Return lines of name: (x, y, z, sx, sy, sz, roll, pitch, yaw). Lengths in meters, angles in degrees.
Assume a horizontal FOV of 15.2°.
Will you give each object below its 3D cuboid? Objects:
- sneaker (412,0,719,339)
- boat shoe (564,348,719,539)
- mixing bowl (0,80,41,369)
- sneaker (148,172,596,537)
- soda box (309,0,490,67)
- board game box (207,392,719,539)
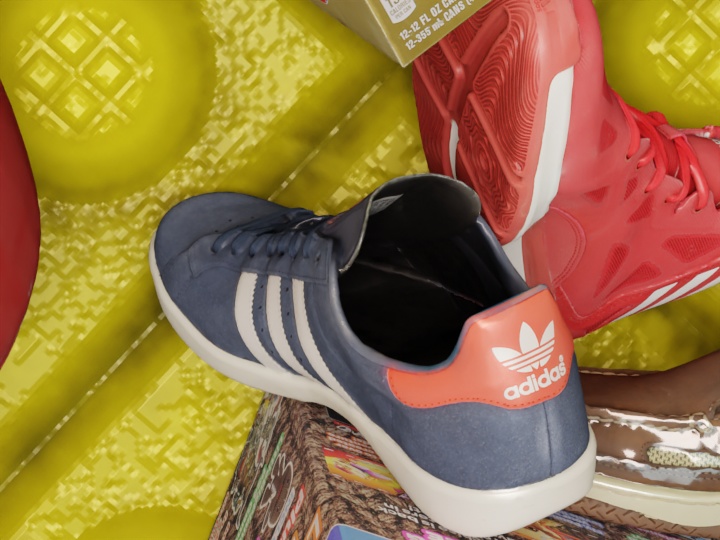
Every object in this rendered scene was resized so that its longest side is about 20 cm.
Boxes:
sneaker: (0.081, -0.045, 0.852, 0.115, 0.200, 0.079, -18, 67, -12)
boat shoe: (0.132, 0.045, 0.871, 0.202, 0.075, 0.075, 10, 106, -5)
mixing bowl: (-0.173, -0.004, 0.824, 0.200, 0.200, 0.108, -41, 130, 5)
sneaker: (0.000, 0.000, 0.828, 0.075, 0.200, 0.085, -27, 127, -29)
soda box: (0.060, -0.147, 0.717, 0.200, 0.064, 0.068, -38, 126, -9)
board game box: (0.039, 0.119, 0.858, 0.159, 0.200, 0.097, 19, 102, -10)
